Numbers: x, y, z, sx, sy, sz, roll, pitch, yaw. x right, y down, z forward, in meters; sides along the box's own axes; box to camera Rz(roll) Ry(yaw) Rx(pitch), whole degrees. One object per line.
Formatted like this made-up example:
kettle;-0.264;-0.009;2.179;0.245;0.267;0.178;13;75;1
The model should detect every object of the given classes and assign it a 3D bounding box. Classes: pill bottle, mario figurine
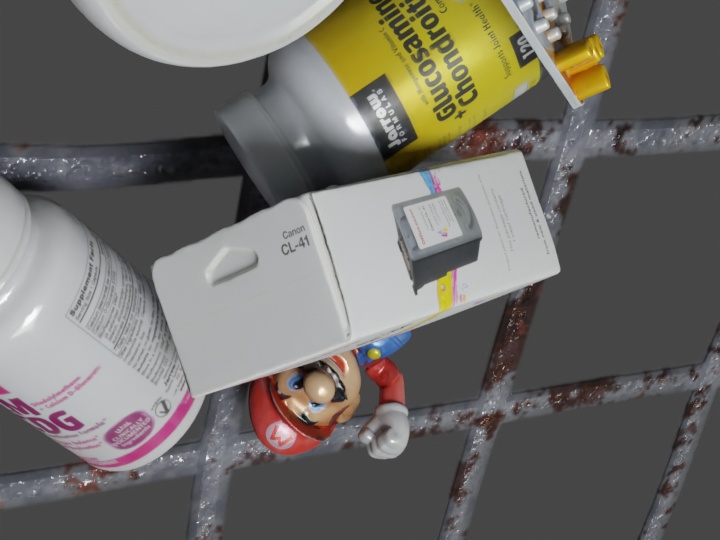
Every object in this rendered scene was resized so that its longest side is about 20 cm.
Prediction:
pill bottle;-0.187;0.028;0.837;0.113;0.114;0.200;-42;134;2
mario figurine;0.002;0.048;0.972;0.200;0.123;0.106;-48;147;1
pill bottle;0.015;-0.118;0.859;0.199;0.112;0.113;-35;134;-6

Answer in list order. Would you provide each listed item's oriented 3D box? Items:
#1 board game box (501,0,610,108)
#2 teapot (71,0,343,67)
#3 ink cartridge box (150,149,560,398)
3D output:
board game box;0.077;-0.221;0.770;0.026;0.202;0.200;-20;140;22
teapot;-0.085;-0.210;0.682;0.196;0.146;0.201;-3;132;-39
ink cartridge box;0.000;0.000;0.833;0.147;0.087;0.199;-22;176;43
